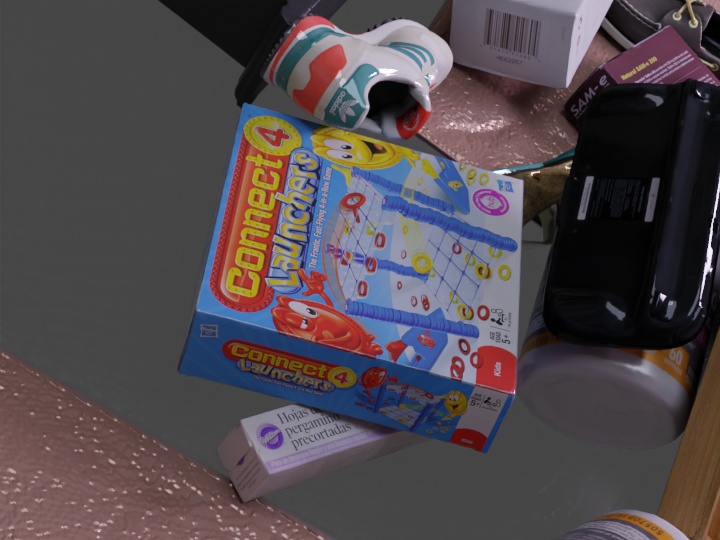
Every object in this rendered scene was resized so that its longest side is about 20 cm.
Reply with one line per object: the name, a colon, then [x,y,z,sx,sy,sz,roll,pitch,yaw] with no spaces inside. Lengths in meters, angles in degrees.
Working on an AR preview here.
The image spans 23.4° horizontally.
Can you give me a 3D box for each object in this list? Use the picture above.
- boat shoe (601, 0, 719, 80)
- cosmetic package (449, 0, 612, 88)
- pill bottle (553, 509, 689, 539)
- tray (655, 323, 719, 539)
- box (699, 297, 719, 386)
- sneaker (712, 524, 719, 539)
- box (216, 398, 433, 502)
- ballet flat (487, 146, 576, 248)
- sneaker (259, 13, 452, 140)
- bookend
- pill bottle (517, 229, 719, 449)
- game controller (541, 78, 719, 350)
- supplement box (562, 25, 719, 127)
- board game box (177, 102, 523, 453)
boat shoe: [0.278,-0.195,1.444,0.201,0.061,0.072,33,47,-7]
cosmetic package: [0.148,-0.234,1.363,0.101,0.074,0.200,17,43,15]
pill bottle: [0.108,0.220,0.996,0.199,0.116,0.117,-17,68,-39]
tray: [0.241,0.082,1.104,0.037,0.099,0.201,16,77,26]
box: [0.331,0.014,1.233,0.122,0.106,0.200,34,80,-4]
sneaker: [0.272,0.201,1.150,0.084,0.075,0.201,-9,57,-28]
box: [0.006,0.093,1.079,0.199,0.041,0.039,-14,65,-37]
ballet flat: [0.138,-0.053,1.259,0.199,0.071,0.071,-18,69,-40]
sneaker: [0.019,-0.122,1.191,0.093,0.070,0.199,45,24,21]
bookend: [-0.094,-0.252,1.234,0.198,0.092,0.200,37,48,-1]
pill bottle: [0.181,0.008,1.163,0.116,0.116,0.201,26,61,-13]
game controller: [0.177,-0.039,1.099,0.042,0.104,0.201,53,44,-45]
supplement box: [0.263,-0.086,1.355,0.109,0.061,0.200,-31,78,-43]
board game box: [0.000,0.000,1.090,0.195,0.056,0.201,15,43,-7]
